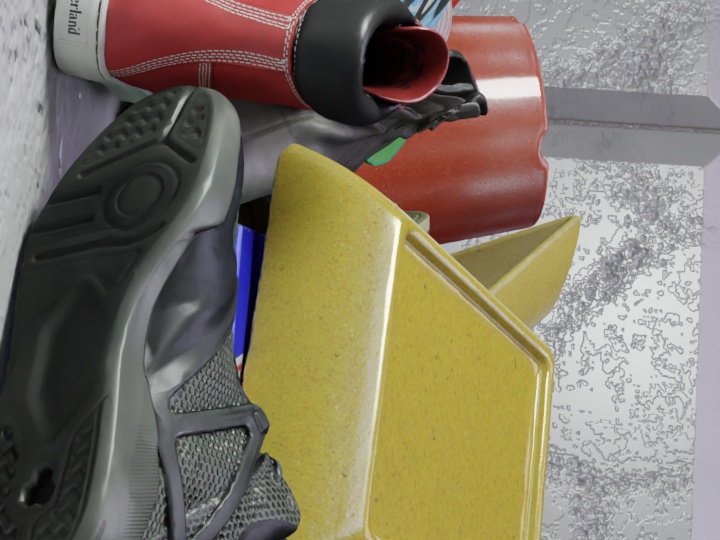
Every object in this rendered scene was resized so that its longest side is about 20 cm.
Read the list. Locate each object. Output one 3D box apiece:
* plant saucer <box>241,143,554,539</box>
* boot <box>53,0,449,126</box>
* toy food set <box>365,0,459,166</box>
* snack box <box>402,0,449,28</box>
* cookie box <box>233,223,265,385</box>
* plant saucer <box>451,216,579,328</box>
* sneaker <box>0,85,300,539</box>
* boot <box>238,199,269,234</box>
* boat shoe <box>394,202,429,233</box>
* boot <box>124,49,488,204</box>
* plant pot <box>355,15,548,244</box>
[{"bbox_3d":[0.026,0.073,0.770,0.200,0.048,0.202,39,49,-46],"label":"plant saucer"},{"bbox_3d":[-0.032,-0.093,0.754,0.200,0.143,0.073,-46,146,-80],"label":"boot"},{"bbox_3d":[-0.002,-0.159,1.018,0.197,0.048,0.202,18,94,-59],"label":"toy food set"},{"bbox_3d":[0.035,-0.170,0.880,0.117,0.037,0.200,-61,176,14],"label":"snack box"},{"bbox_3d":[-0.082,0.063,0.785,0.200,0.074,0.173,53,42,-88],"label":"cookie box"},{"bbox_3d":[0.024,0.046,1.114,0.200,0.199,0.049,-38,105,-50],"label":"plant saucer"},{"bbox_3d":[-0.069,0.037,0.653,0.114,0.075,0.201,48,42,-49],"label":"sneaker"},{"bbox_3d":[-0.074,0.007,1.073,0.156,0.072,0.202,93,-2,-49],"label":"boot"},{"bbox_3d":[0.000,0.000,1.018,0.200,0.074,0.069,-101,-170,-84],"label":"boat shoe"},{"bbox_3d":[-0.021,-0.081,0.890,0.200,0.130,0.068,-10,77,-66],"label":"boot"},{"bbox_3d":[0.022,-0.096,1.268,0.201,0.193,0.203,174,-90,-82],"label":"plant pot"}]
